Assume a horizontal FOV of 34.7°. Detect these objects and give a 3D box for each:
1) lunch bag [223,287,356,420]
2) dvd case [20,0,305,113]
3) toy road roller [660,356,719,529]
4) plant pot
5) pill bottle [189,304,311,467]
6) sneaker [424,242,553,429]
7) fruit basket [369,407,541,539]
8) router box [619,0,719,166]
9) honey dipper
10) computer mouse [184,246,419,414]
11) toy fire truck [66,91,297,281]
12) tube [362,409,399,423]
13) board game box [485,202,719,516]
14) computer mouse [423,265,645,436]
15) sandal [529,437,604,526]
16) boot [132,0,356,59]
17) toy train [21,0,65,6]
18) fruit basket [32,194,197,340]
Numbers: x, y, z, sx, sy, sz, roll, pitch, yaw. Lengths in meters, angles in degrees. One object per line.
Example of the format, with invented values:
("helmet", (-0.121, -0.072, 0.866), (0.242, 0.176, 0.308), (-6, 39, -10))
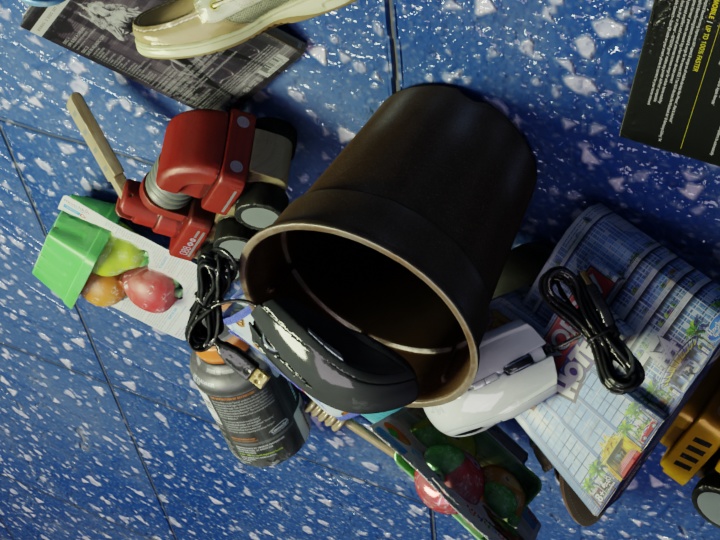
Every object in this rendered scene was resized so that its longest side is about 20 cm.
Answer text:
("lunch bag", (-0.028, 0.050, 1.137), (0.170, 0.124, 0.200), (40, 135, -10))
("dvd case", (-0.168, -0.199, 0.969), (0.200, 0.016, 0.149), (23, 152, -27))
("toy road roller", (0.308, 0.112, 0.959), (0.146, 0.123, 0.200), (35, 148, 15))
("plant pot", (0.037, -0.030, 0.920), (0.200, 0.198, 0.201), (20, 143, 16))
("pill bottle", (-0.132, 0.129, 1.327), (0.106, 0.106, 0.200), (11, 140, 28))
("sneaker", (0.133, 0.055, 1.068), (0.067, 0.108, 0.202), (33, 111, 17))
("fruit basket", (0.102, 0.195, 1.109), (0.185, 0.094, 0.200), (42, -176, 11))
("router box", (0.258, -0.148, 0.731), (0.149, 0.051, 0.200), (20, 144, 14))
("honey dipper", (0.023, 0.207, 1.367), (0.200, 0.038, 0.038), (36, 145, -9))
("computer mouse", (-0.058, 0.075, 0.908), (0.200, 0.046, 0.141), (31, 144, 1))
("toy fire truck", (-0.175, -0.097, 1.056), (0.199, 0.129, 0.176), (16, 150, -19))
("tube", (0.028, 0.129, 1.262), (0.077, 0.050, 0.200), (41, 149, -6))
("board game box", (0.173, 0.056, 0.938), (0.200, 0.062, 0.200), (38, 116, 23))
("computer mouse", (0.118, 0.082, 0.916), (0.200, 0.044, 0.110), (-34, 80, 34))
("sandal", (0.202, 0.161, 1.161), (0.070, 0.078, 0.212), (29, 147, 49))
("boot", (-0.101, -0.247, 0.836), (0.199, 0.072, 0.155), (-15, 127, 16))
("toy train", (-0.216, -0.269, 0.825), (0.114, 0.200, 0.087), (35, 147, 15))
("fruit basket", (-0.261, -0.002, 1.305), (0.199, 0.094, 0.185), (22, 148, -14))
